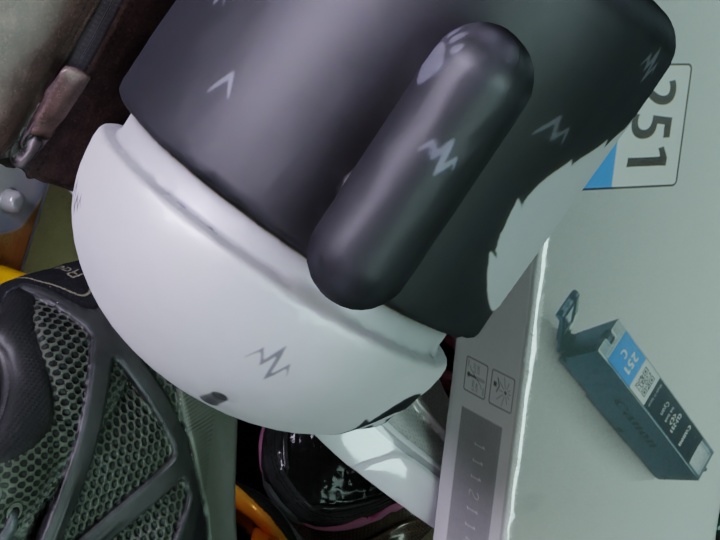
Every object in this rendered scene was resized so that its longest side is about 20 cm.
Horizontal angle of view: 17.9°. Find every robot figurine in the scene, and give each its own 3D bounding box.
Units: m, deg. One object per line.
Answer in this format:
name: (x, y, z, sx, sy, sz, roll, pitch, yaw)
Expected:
robot figurine: (0.008, -0.049, 0.631, 0.200, 0.125, 0.150, -55, 155, 7)

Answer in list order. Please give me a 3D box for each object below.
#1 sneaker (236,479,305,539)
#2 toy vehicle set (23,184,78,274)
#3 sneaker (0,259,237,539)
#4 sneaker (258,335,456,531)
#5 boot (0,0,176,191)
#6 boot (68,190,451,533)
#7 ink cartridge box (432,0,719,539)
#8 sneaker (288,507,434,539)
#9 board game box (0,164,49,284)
sneaker: (-0.033, 0.130, 0.820, 0.200, 0.077, 0.078, 37, 58, -5)
toy vehicle set: (-0.064, -0.026, 0.801, 0.200, 0.027, 0.124, -29, 122, -11)
sneaker: (-0.090, 0.097, 0.679, 0.114, 0.076, 0.200, -4, 91, -38)
sneaker: (0.043, 0.018, 0.839, 0.200, 0.095, 0.079, -42, 89, -7)
boot: (-0.052, -0.103, 0.684, 0.200, 0.072, 0.166, 12, 101, -45)
boot: (0.000, 0.000, 0.765, 0.096, 0.074, 0.200, -45, 109, 1)
ink cartridge box: (0.115, 0.001, 0.766, 0.176, 0.045, 0.200, -5, 109, -33)
sneaker: (0.021, 0.067, 0.912, 0.200, 0.070, 0.076, -35, 102, -14)
board game box: (-0.141, -0.078, 0.652, 0.200, 0.026, 0.200, 21, 85, -53)
